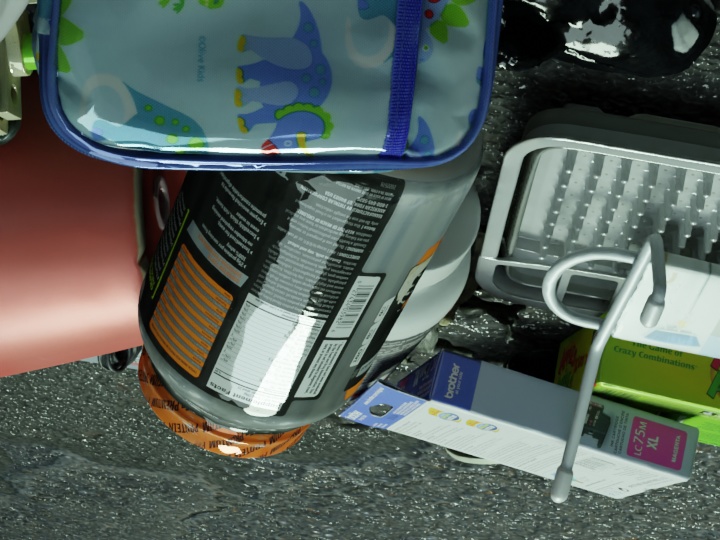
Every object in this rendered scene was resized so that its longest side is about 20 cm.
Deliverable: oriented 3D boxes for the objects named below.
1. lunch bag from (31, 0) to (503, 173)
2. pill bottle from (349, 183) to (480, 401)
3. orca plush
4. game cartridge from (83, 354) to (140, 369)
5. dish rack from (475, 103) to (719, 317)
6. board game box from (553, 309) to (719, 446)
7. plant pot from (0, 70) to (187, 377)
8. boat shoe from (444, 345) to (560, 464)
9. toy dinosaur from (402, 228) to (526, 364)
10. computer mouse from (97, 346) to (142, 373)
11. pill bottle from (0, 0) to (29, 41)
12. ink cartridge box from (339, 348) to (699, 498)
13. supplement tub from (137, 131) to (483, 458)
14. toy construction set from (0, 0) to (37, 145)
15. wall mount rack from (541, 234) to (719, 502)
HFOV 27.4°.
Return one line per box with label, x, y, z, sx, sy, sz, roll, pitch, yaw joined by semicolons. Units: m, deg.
lunch bag;-0.025;-0.133;0.487;0.161;0.200;0.082;4;-166;-14
pill bottle;0.000;0.000;0.872;0.111;0.111;0.200;16;155;-9
orca plush;0.071;-0.123;0.624;0.105;0.071;0.200;-13;146;42
game cartridge;-0.145;0.040;1.113;0.200;0.041;0.133;7;151;9
dish rack;0.158;-0.029;0.823;0.172;0.044;0.200;11;155;3
board game box;0.231;0.078;0.924;0.200;0.048;0.102;13;165;-6
plant pot;-0.191;-0.030;0.821;0.177;0.201;0.200;-3;153;6
boat shoe;0.130;0.082;1.035;0.199;0.075;0.066;-15;132;36
toy dinosaur;0.056;0.033;1.000;0.088;0.047;0.200;28;148;-19
computer mouse;-0.085;0.026;1.018;0.200;0.044;0.110;4;115;6
pill bottle;-0.237;-0.154;0.594;0.200;0.109;0.109;38;152;-2
ink cartridge box;0.095;0.095;0.923;0.200;0.042;0.119;15;163;-7
supplement tub;-0.033;-0.009;0.711;0.122;0.123;0.200;18;128;-14
toy construction set;-0.222;-0.126;0.707;0.200;0.131;0.092;-5;175;20
wall mount rack;0.191;0.064;0.830;0.200;0.075;0.174;12;135;-5
